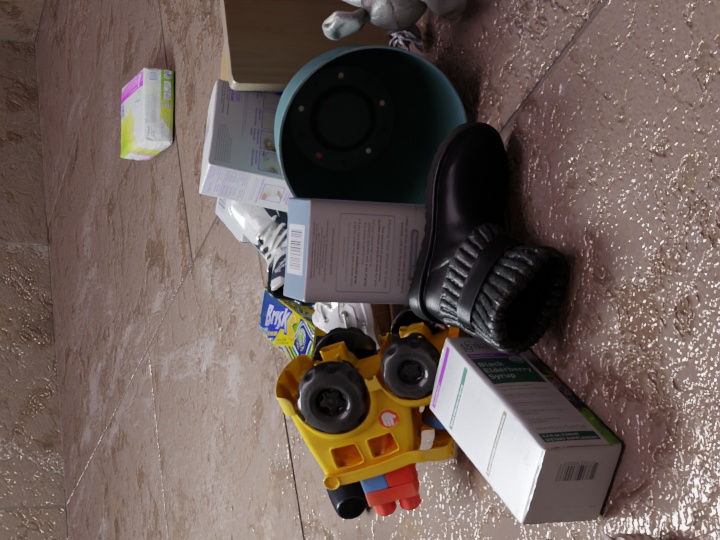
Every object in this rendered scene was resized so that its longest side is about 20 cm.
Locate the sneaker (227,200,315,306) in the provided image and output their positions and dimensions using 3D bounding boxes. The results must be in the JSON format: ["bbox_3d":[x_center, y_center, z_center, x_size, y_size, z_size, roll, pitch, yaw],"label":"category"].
[{"bbox_3d":[-0.092,-0.025,1.490,0.079,0.199,0.130,-41,0,14],"label":"sneaker"}]

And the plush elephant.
[{"bbox_3d":[0.030,-0.314,1.302,0.155,0.165,0.200,-88,-18,-73],"label":"plush elephant"}]

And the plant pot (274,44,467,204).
[{"bbox_3d":[-0.002,-0.151,1.338,0.161,0.200,0.201,-129,46,-70],"label":"plant pot"}]

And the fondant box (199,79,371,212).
[{"bbox_3d":[-0.084,-0.139,1.463,0.058,0.200,0.144,114,162,-47],"label":"fondant box"}]

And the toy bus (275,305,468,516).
[{"bbox_3d":[0.038,0.151,1.274,0.136,0.200,0.192,-64,-47,-72],"label":"toy bus"}]

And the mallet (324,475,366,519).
[{"bbox_3d":[0.002,0.200,1.490,0.066,0.041,0.200,-130,52,-60],"label":"mallet"}]

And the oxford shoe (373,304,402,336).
[{"bbox_3d":[0.000,0.000,1.461,0.071,0.071,0.200,124,142,-53],"label":"oxford shoe"}]

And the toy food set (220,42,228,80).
[{"bbox_3d":[-0.164,-0.313,1.882,0.198,0.049,0.200,116,147,-42],"label":"toy food set"}]

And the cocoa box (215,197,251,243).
[{"bbox_3d":[-0.100,-0.145,1.618,0.133,0.131,0.200,-138,54,-61],"label":"cocoa box"}]

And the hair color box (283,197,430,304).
[{"bbox_3d":[0.028,-0.018,1.234,0.061,0.200,0.099,-168,81,-65],"label":"hair color box"}]

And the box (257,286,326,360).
[{"bbox_3d":[-0.069,0.077,1.607,0.200,0.070,0.064,-149,66,-63],"label":"box"}]

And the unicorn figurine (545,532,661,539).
[{"bbox_3d":[0.238,0.245,0.915,0.200,0.074,0.137,-36,45,44],"label":"unicorn figurine"}]

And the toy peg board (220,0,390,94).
[{"bbox_3d":[-0.076,-0.286,1.502,0.098,0.200,0.199,125,140,-62],"label":"toy peg board"}]

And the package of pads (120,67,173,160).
[{"bbox_3d":[-0.425,-0.303,2.449,0.200,0.068,0.155,166,105,-66],"label":"package of pads"}]

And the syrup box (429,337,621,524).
[{"bbox_3d":[0.142,0.138,1.114,0.200,0.079,0.082,-129,46,-56],"label":"syrup box"}]

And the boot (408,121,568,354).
[{"bbox_3d":[0.128,-0.034,1.157,0.158,0.079,0.211,13,93,61],"label":"boot"}]

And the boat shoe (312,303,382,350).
[{"bbox_3d":[-0.019,0.046,1.352,0.071,0.069,0.200,-105,-2,-62],"label":"boat shoe"}]
